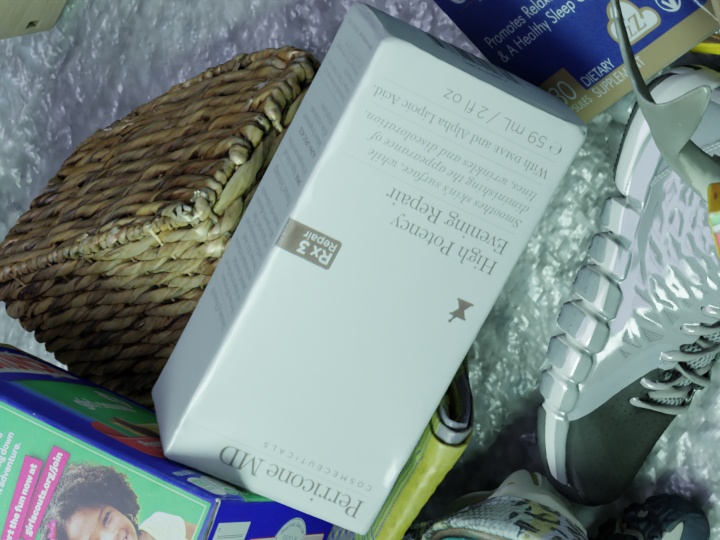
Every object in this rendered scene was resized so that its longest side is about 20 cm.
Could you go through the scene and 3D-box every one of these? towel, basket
[{"bbox_3d":[0.004,0.107,0.969,0.144,0.023,0.201,-93,26,-59],"label":"towel"},{"bbox_3d":[-0.060,-0.007,1.003,0.199,0.143,0.149,-16,123,48],"label":"basket"}]

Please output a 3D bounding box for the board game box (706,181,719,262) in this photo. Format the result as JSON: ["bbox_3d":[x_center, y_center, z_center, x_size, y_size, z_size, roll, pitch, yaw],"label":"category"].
[{"bbox_3d":[0.197,0.047,0.762,0.095,0.030,0.201,-11,124,17],"label":"board game box"}]

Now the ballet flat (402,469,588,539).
[{"bbox_3d":[0.060,0.124,0.923,0.200,0.072,0.073,-33,75,63],"label":"ballet flat"}]

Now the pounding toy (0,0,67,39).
[{"bbox_3d":[-0.201,-0.256,1.082,0.201,0.141,0.184,63,144,17],"label":"pounding toy"}]

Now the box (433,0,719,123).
[{"bbox_3d":[0.055,-0.156,0.844,0.200,0.032,0.121,48,146,-5],"label":"box"}]

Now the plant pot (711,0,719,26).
[{"bbox_3d":[0.183,-0.102,0.667,0.093,0.200,0.202,-37,72,62],"label":"plant pot"}]

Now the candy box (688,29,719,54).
[{"bbox_3d":[0.124,-0.142,0.850,0.199,0.026,0.103,9,122,40],"label":"candy box"}]

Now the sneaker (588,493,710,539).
[{"bbox_3d":[0.117,0.196,0.920,0.086,0.078,0.201,24,102,-5],"label":"sneaker"}]

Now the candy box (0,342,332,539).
[{"bbox_3d":[-0.130,0.095,0.923,0.199,0.169,0.078,22,91,18],"label":"candy box"}]

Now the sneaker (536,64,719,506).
[{"bbox_3d":[0.148,0.025,0.849,0.115,0.075,0.201,25,113,33],"label":"sneaker"}]

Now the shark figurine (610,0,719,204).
[{"bbox_3d":[0.188,-0.043,0.782,0.129,0.213,0.090,102,175,-49],"label":"shark figurine"}]

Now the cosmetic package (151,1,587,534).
[{"bbox_3d":[0.000,0.000,0.856,0.201,0.101,0.074,-63,18,12],"label":"cosmetic package"}]
